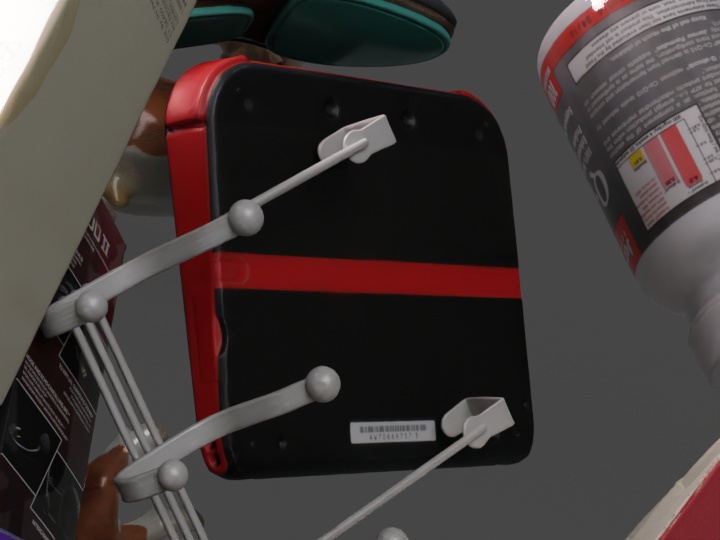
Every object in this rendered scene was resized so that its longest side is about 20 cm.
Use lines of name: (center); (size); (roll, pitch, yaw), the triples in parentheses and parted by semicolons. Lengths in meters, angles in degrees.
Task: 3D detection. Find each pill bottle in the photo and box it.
pill bottle: (0.177, -0.050, 0.934); (0.115, 0.116, 0.202); (-8, 62, -28)

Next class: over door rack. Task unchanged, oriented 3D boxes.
over door rack: (-0.017, 0.036, 0.713); (0.200, 0.066, 0.149); (-34, 105, -45)

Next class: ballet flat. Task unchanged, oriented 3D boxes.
ballet flat: (-0.047, -0.132, 0.820); (0.198, 0.073, 0.074); (-3, 59, -28)

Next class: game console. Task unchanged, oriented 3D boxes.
game console: (0.000, 0.000, 0.812); (0.199, 0.031, 0.179); (3, 80, -44)

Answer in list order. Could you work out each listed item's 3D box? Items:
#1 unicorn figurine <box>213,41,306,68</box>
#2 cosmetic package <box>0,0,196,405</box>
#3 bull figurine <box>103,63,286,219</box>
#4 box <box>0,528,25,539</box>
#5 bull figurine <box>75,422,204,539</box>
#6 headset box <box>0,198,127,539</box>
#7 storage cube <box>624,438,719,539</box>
unicorn figurine: (-0.032, -0.170, 0.947); (0.137, 0.073, 0.202); (39, 65, -33)
cosmetic package: (-0.144, -0.058, 0.663); (0.102, 0.073, 0.201); (5, 54, 21)
bull figurine: (-0.087, -0.048, 0.831); (0.198, 0.065, 0.122); (9, 46, -20)
box: (-0.094, 0.201, 0.591); (0.198, 0.193, 0.123); (27, 51, -6)
bull figurine: (-0.053, 0.153, 0.726); (0.199, 0.065, 0.122); (34, 47, -3)
headset box: (-0.179, 0.039, 0.696); (0.147, 0.078, 0.202); (-5, 53, 12)
storage cube: (0.156, 0.190, 0.728); (0.179, 0.171, 0.200); (41, 52, 8)
